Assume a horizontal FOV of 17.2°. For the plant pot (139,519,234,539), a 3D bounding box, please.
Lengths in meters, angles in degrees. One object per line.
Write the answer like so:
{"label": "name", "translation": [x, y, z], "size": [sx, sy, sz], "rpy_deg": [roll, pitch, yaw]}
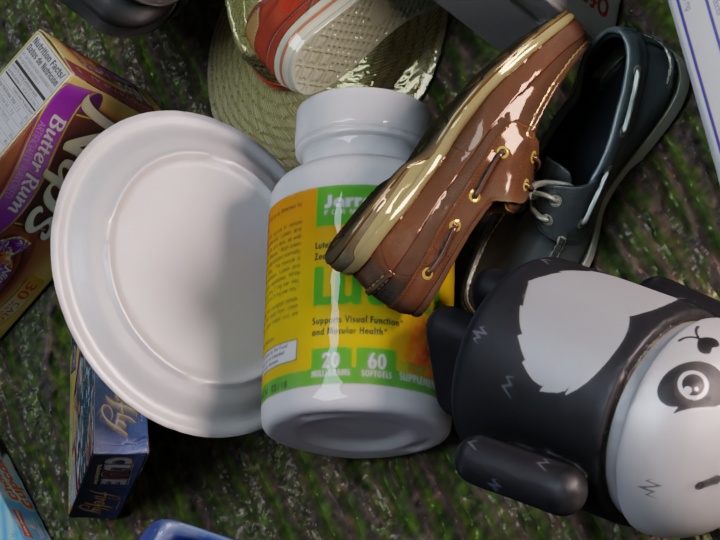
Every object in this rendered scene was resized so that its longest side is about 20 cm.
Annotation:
{"label": "plant pot", "translation": [-0.046, 0.250, 1.281], "size": [0.180, 0.200, 0.201], "rpy_deg": [19, 84, 45]}

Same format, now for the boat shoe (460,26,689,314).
{"label": "boat shoe", "translation": [0.111, -0.053, 1.365], "size": [0.073, 0.062, 0.200], "rpy_deg": [37, 95, 37]}

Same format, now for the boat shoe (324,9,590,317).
{"label": "boat shoe", "translation": [0.066, -0.059, 1.329], "size": [0.068, 0.072, 0.200], "rpy_deg": [42, 76, -4]}

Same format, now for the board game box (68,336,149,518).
{"label": "board game box", "translation": [-0.157, 0.039, 1.478], "size": [0.034, 0.136, 0.201], "rpy_deg": [3, 68, -12]}

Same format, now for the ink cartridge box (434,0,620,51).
{"label": "ink cartridge box", "translation": [0.098, -0.245, 1.394], "size": [0.083, 0.146, 0.201], "rpy_deg": [3, 74, 34]}

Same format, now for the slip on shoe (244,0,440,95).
{"label": "slip on shoe", "translation": [0.011, -0.182, 1.434], "size": [0.200, 0.074, 0.061], "rpy_deg": [-39, 55, -22]}

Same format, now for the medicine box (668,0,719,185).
{"label": "medicine box", "translation": [0.275, -0.143, 1.262], "size": [0.200, 0.103, 0.183], "rpy_deg": [-24, 60, 24]}

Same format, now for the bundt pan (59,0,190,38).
{"label": "bundt pan", "translation": [-0.110, -0.224, 1.519], "size": [0.202, 0.202, 0.076], "rpy_deg": [-42, 93, 14]}

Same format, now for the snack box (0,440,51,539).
{"label": "snack box", "translation": [-0.287, 0.147, 1.577], "size": [0.116, 0.037, 0.200], "rpy_deg": [-44, 54, 13]}

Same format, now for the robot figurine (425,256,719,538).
{"label": "robot figurine", "translation": [0.129, 0.064, 1.269], "size": [0.200, 0.125, 0.151], "rpy_deg": [22, 85, 37]}

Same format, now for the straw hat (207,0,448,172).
{"label": "straw hat", "translation": [-0.043, -0.167, 1.499], "size": [0.200, 0.085, 0.202], "rpy_deg": [-13, 66, 30]}

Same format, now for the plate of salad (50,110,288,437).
{"label": "plate of salad", "translation": [-0.101, 0.003, 1.414], "size": [0.048, 0.200, 0.201], "rpy_deg": [-23, 59, 50]}

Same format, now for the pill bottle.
{"label": "pill bottle", "translation": [0.000, 0.000, 1.389], "size": [0.111, 0.111, 0.201], "rpy_deg": [-11, 67, 31]}

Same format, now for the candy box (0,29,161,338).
{"label": "candy box", "translation": [-0.227, -0.051, 1.562], "size": [0.200, 0.117, 0.057], "rpy_deg": [-46, 54, 10]}
